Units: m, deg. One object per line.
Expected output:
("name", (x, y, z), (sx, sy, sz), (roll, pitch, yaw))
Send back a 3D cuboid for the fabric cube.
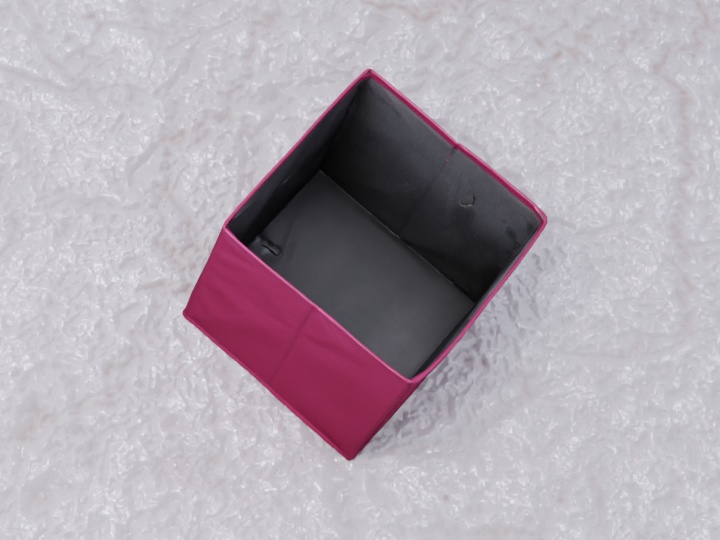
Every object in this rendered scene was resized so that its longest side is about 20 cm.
("fabric cube", (0.000, 0.000, 1.772), (0.200, 0.200, 0.196), (40, 63, 4))
